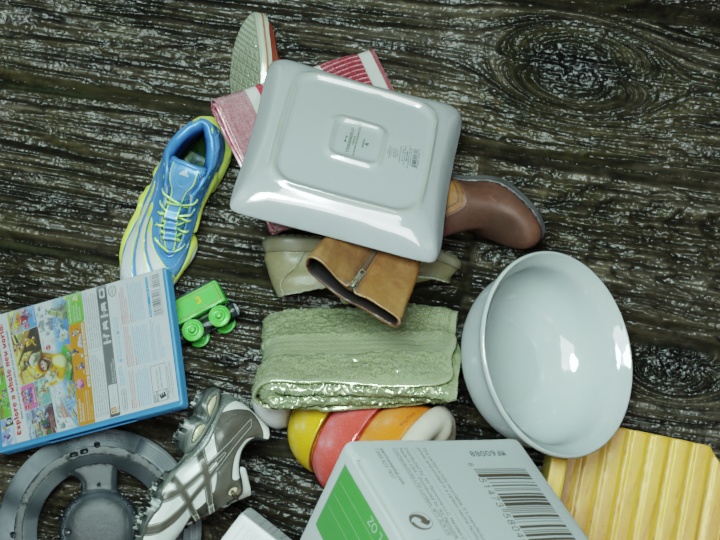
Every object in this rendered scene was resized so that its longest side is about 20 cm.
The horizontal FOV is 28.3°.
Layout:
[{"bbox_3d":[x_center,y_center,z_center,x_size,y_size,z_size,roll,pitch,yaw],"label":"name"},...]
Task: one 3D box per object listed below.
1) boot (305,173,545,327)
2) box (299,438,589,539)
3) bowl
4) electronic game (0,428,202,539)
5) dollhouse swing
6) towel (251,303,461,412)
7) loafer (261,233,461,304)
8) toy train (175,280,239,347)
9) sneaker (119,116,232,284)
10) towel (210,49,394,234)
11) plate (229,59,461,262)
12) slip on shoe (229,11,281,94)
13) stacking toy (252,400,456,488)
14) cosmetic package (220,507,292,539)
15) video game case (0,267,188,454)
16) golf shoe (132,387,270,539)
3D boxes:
[{"bbox_3d":[0.068,-0.025,1.356,0.188,0.068,0.200,33,47,-4],"label":"boot"},{"bbox_3d":[0.075,0.272,1.244,0.200,0.199,0.171,3,124,-32],"label":"box"},{"bbox_3d":[0.164,0.087,1.387,0.201,0.090,0.201,11,71,-36],"label":"bowl"},{"bbox_3d":[-0.257,0.256,1.412,0.200,0.042,0.200,1,81,-7],"label":"electronic game"},{"bbox_3d":[0.271,0.242,1.344,0.200,0.176,0.182,11,84,3],"label":"dollhouse swing"},{"bbox_3d":[-0.002,0.081,1.391,0.200,0.148,0.037,-2,122,3],"label":"towel"},{"bbox_3d":[0.000,0.000,1.428,0.200,0.076,0.068,4,95,-3],"label":"loafer"},{"bbox_3d":[-0.217,0.073,1.438,0.200,0.042,0.056,-27,73,-2],"label":"toy train"},{"bbox_3d":[-0.191,-0.068,1.420,0.076,0.105,0.200,20,83,3],"label":"sneaker"},{"bbox_3d":[-0.038,-0.131,1.423,0.200,0.023,0.144,-23,87,-32],"label":"towel"},{"bbox_3d":[-0.006,-0.114,1.354,0.200,0.032,0.200,15,52,-4],"label":"plate"},{"bbox_3d":[-0.087,-0.167,1.458,0.061,0.074,0.200,-5,74,-35],"label":"slip on shoe"},{"bbox_3d":[-0.019,0.160,1.399,0.200,0.146,0.146,28,84,22],"label":"stacking toy"},{"bbox_3d":[-0.055,0.320,1.370,0.200,0.113,0.081,36,85,3],"label":"cosmetic package"},{"bbox_3d":[-0.270,0.089,1.405,0.200,0.018,0.143,-15,69,13],"label":"video game case"},{"bbox_3d":[-0.156,0.216,1.373,0.094,0.078,0.200,27,81,-7],"label":"golf shoe"}]
